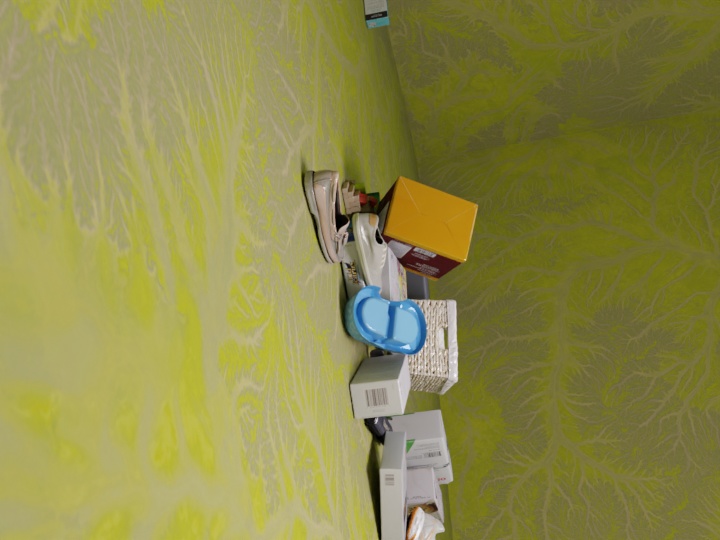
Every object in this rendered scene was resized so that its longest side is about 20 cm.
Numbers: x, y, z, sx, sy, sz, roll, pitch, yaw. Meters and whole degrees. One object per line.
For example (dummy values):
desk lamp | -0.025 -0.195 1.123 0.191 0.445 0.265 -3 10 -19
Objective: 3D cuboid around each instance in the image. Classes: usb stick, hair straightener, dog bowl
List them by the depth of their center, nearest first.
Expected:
dog bowl | 0.048 0.104 1.477 0.197 0.049 0.115 23 65 -35
usb stick | 0.041 0.335 1.598 0.201 0.032 0.057 67 19 -61
hair straightener | 0.052 0.263 1.698 0.078 0.040 0.204 -83 162 -58

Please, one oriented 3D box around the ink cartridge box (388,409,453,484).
ink cartridge box | 0.144 0.442 1.807 0.084 0.142 0.203 -90 169 -47

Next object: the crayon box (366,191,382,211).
crayon box | 0.039 -0.077 1.849 0.119 0.057 0.205 65 20 -63

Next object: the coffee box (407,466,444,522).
coffee box | 0.133 0.542 1.754 0.202 0.110 0.082 70 15 -56

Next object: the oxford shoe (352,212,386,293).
oxford shoe | 0.028 -0.031 1.477 0.076 0.056 0.203 -90 170 -49

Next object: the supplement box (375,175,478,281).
supplement box | 0.135 -0.090 1.684 0.200 0.192 0.136 136 -29 -70

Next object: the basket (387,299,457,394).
basket | 0.152 0.191 1.835 0.201 0.156 0.204 104 -12 -70

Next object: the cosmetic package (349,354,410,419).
cosmetic package | 0.044 0.232 1.494 0.200 0.098 0.073 -44 125 -78

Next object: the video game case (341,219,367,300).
video game case | 0.000 0.000 1.581 0.200 0.044 0.186 -69 148 -71

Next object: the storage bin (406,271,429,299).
storage bin | 0.116 0.042 1.996 0.147 0.130 0.204 69 15 -54

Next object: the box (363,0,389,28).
box | 0.052 -0.963 2.595 0.049 0.080 0.206 52 32 -73

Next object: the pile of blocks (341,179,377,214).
pile of blocks | 0.005 -0.171 1.704 0.200 0.060 0.085 1 82 -81

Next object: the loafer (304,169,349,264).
loafer | -0.048 -0.091 1.302 0.073 0.061 0.203 -88 166 -45

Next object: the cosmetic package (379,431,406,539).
cosmetic package | 0.071 0.467 1.546 0.151 0.050 0.206 -75 164 -72

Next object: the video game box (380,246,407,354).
video game box | 0.069 0.072 1.633 0.182 0.045 0.206 43 42 -66

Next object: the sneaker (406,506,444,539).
sneaker | 0.126 0.612 1.555 0.076 0.090 0.204 113 -1 -62
